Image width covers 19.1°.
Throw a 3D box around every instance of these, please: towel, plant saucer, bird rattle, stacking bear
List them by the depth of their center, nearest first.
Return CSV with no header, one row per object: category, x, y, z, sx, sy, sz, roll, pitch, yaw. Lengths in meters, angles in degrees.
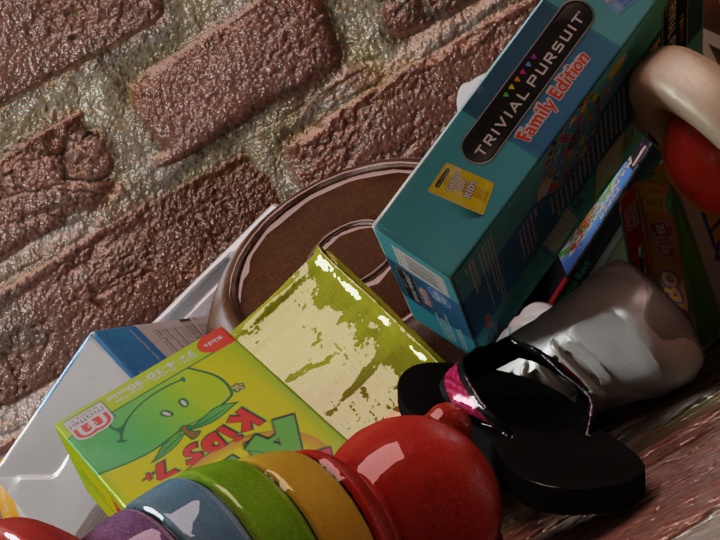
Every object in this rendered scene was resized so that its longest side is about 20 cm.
stacking bear,-0.031,0.120,0.861,0.200,0.122,0.114,-23,7,-28
bird rattle,0.181,-0.034,0.968,0.113,0.163,0.200,-47,-7,5
towel,-0.002,0.061,1.088,0.086,0.018,0.200,-41,41,-4
plant saucer,0.000,0.000,1.196,0.200,0.032,0.200,-17,39,14

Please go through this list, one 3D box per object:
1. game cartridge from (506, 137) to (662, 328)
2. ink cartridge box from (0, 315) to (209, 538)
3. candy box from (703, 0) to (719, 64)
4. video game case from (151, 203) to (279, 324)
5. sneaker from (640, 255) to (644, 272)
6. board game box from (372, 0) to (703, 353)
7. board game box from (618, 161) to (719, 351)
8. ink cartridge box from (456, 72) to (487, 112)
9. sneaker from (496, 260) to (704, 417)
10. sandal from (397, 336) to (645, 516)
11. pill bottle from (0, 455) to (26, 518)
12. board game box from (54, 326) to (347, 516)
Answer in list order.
game cartridge,0.134,-0.031,1.209,0.200,0.038,0.130,-59,7,14
ink cartridge box,-0.106,0.090,1.259,0.116,0.068,0.200,-53,-21,22
candy box,0.233,-0.125,1.299,0.115,0.200,0.055,-32,5,-27
video game case,-0.095,0.072,1.384,0.182,0.024,0.200,-46,-25,-18
sneaker,0.167,-0.019,1.274,0.071,0.083,0.200,-26,5,-11
board game box,0.090,-0.065,1.026,0.200,0.047,0.151,-54,-16,-9
board game box,0.200,-0.032,1.125,0.030,0.096,0.200,6,27,41
ink cartridge box,0.182,-0.087,1.391,0.200,0.084,0.145,3,-10,-25
sneaker,0.103,0.052,1.056,0.080,0.070,0.200,-39,1,-21
sandal,0.071,0.059,0.950,0.075,0.045,0.200,-8,12,-16
pill bottle,-0.248,0.195,1.287,0.200,0.116,0.116,-28,5,11
board game box,-0.060,0.104,1.017,0.102,0.048,0.200,-30,31,-15
